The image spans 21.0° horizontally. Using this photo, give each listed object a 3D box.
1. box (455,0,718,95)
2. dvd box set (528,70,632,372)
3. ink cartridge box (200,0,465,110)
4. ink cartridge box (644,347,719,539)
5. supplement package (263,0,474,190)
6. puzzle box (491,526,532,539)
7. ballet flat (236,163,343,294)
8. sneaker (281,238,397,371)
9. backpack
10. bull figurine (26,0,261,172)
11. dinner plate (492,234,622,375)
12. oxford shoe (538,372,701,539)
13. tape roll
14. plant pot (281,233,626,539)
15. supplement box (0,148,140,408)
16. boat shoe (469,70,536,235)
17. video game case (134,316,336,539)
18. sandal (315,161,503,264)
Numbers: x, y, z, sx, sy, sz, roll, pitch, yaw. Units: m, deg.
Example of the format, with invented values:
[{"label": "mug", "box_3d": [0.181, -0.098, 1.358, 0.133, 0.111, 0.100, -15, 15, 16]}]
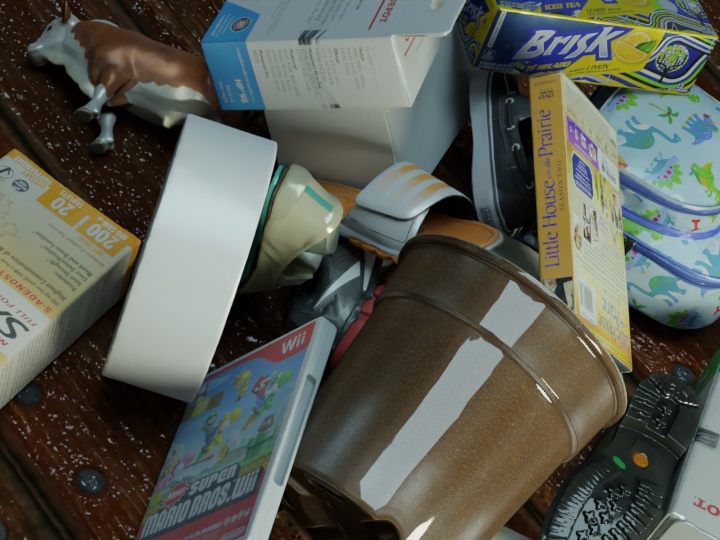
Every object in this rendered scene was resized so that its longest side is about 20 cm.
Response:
[{"label": "box", "box_3d": [0.182, -0.197, 1.575, 0.200, 0.064, 0.070, 4, 43, -21]}, {"label": "dvd box set", "box_3d": [0.167, -0.032, 1.460, 0.029, 0.146, 0.200, -9, 73, 22]}, {"label": "ink cartridge box", "box_3d": [-0.007, -0.181, 1.489, 0.200, 0.067, 0.116, 1, 39, 21]}, {"label": "ink cartridge box", "box_3d": [0.311, 0.170, 1.506, 0.146, 0.084, 0.200, 29, 48, 2]}, {"label": "supplement package", "box_3d": [0.018, -0.160, 1.609, 0.117, 0.117, 0.200, 8, 42, 26]}, {"label": "puzzle box", "box_3d": [0.159, 0.277, 1.399, 0.200, 0.025, 0.133, 27, 48, 1]}, {"label": "ballet flat", "box_3d": [-0.053, -0.020, 1.438, 0.069, 0.200, 0.070, 3, 74, -11]}, {"label": "sneaker", "box_3d": [0.000, 0.000, 1.528, 0.098, 0.071, 0.200, 28, 46, 4]}, {"label": "backpack", "box_3d": [0.253, -0.060, 1.628, 0.200, 0.147, 0.183, 35, 51, 5]}, {"label": "bull figurine", "box_3d": [-0.178, -0.147, 1.582, 0.200, 0.065, 0.121, 14, 53, -8]}, {"label": "dinner plate", "box_3d": [0.140, 0.027, 1.534, 0.200, 0.024, 0.200, 36, 25, -20]}, {"label": "oxford shoe", "box_3d": [0.189, 0.170, 1.459, 0.073, 0.084, 0.200, 38, 52, 8]}, {"label": "tape roll", "box_3d": [-0.124, -0.008, 1.401, 0.071, 0.202, 0.202, 17, 49, -7]}, {"label": "plant pot", "box_3d": [0.049, 0.112, 1.368, 0.200, 0.200, 0.198, 38, 69, 10]}, {"label": "supplement box", "box_3d": [-0.272, 0.016, 1.405, 0.126, 0.074, 0.200, 35, 49, 9]}, {"label": "boat shoe", "box_3d": [0.128, -0.106, 1.574, 0.066, 0.070, 0.200, -13, 36, 16]}, {"label": "video game case", "box_3d": [-0.093, 0.132, 1.344, 0.017, 0.143, 0.200, 42, 43, -24]}, {"label": "sandal", "box_3d": [0.014, -0.055, 1.496, 0.207, 0.059, 0.079, 18, 32, 33]}]
